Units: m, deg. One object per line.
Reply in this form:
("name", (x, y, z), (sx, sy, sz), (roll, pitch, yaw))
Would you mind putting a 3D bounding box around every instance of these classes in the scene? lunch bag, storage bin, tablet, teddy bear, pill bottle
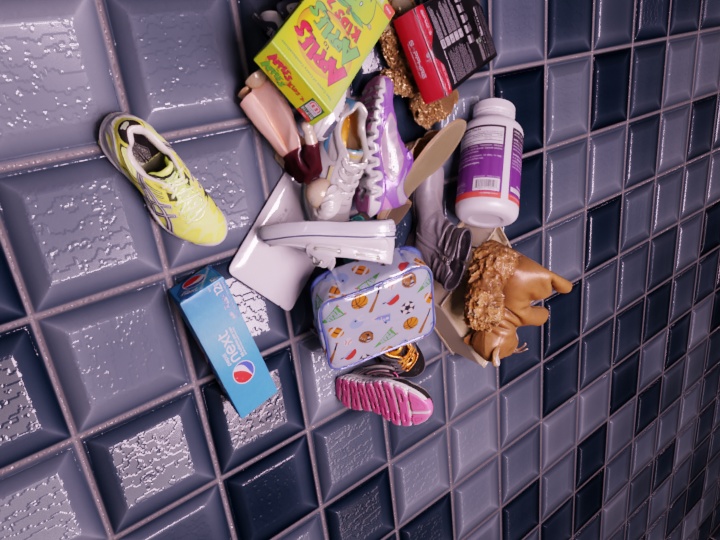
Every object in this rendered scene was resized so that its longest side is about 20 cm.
("lunch bag", (0.017, 0.061, 0.798), (0.193, 0.076, 0.165), (-17, 130, -10))
("storage bin", (0.219, 0.040, 1.019), (0.200, 0.093, 0.201), (-50, 126, -14))
("tablet", (-0.101, -0.055, 0.801), (0.129, 0.013, 0.204), (36, 81, -38))
("teddy bear", (0.079, -0.327, 0.832), (0.198, 0.065, 0.150), (36, 64, -37))
("pill bottle", (0.227, -0.187, 0.930), (0.110, 0.110, 0.209), (17, 75, -38))

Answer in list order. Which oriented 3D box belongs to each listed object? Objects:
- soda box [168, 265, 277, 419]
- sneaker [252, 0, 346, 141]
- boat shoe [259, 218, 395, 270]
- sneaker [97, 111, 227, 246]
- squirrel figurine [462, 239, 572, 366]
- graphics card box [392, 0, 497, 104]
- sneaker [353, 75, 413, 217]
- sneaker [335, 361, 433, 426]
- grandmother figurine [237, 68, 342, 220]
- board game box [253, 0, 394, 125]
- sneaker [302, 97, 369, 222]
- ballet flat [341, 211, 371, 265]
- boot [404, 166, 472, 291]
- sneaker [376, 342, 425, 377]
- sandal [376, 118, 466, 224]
("soda box", (-0.190, 0.102, 0.746), (0.067, 0.063, 0.206), (-32, 120, -24))
("sneaker", (-0.085, -0.283, 0.696), (0.125, 0.079, 0.208), (7, 88, -30))
("boat shoe", (-0.046, -0.034, 0.736), (0.191, 0.074, 0.070), (-1, 95, 9))
("sneaker", (-0.235, -0.099, 0.647), (0.076, 0.075, 0.201), (-51, 128, -14))
("squirrel figurine", (0.231, 0.059, 0.905), (0.195, 0.141, 0.192), (18, 104, -38))
("graphics card box", (0.136, -0.354, 0.811), (0.200, 0.050, 0.128), (-45, 116, -39))
("sneaker", (0.039, -0.185, 0.807), (0.085, 0.080, 0.209), (-3, 101, -21))
("sneaker", (0.049, 0.195, 0.880), (0.086, 0.195, 0.077), (-26, 108, -42))
("grandmother figurine", (-0.089, -0.160, 0.710), (0.060, 0.121, 0.204), (-35, 100, -17))
("board game box", (-0.038, -0.292, 0.654), (0.101, 0.047, 0.204), (43, 58, -28))
("sneaker", (-0.033, -0.144, 0.771), (0.075, 0.079, 0.209), (-6, 103, -40))
("ballet flat", (0.000, 0.000, 0.844), (0.071, 0.073, 0.206), (-6, 123, -34))
("boot", (0.142, -0.080, 0.901), (0.068, 0.130, 0.209), (-3, 105, -33))
("sneaker", (0.063, 0.141, 0.940), (0.199, 0.076, 0.080), (41, 77, -38))
("sandal", (0.082, -0.176, 0.874), (0.214, 0.070, 0.077), (-54, 152, 13))
